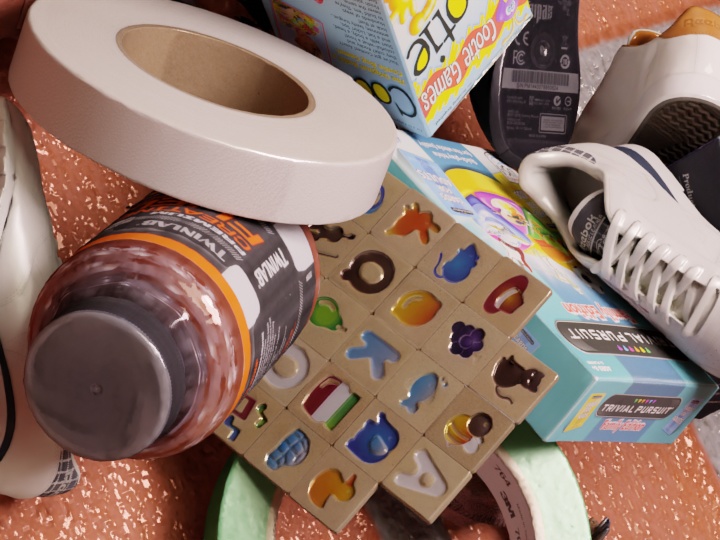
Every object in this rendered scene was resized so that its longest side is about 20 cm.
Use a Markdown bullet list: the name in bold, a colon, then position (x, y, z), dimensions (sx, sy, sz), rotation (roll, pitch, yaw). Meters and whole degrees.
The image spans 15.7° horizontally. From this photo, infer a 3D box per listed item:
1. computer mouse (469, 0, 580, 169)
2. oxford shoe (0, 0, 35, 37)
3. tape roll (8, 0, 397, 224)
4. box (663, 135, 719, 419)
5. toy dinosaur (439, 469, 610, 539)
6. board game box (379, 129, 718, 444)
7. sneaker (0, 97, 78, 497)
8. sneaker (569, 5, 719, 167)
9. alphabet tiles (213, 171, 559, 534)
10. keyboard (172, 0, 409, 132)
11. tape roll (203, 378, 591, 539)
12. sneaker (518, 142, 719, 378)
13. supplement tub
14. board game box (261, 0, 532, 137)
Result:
- **computer mouse**: position (0.113, -0.162, 1.538), dimensions (0.140, 0.046, 0.201), rotation (-7, 99, -42)
- **oxford shoe**: position (-0.198, -0.160, 1.354), dimensions (0.074, 0.071, 0.200), rotation (31, 29, 12)
- **tape roll**: position (-0.078, -0.085, 1.321), dimensions (0.202, 0.037, 0.203), rotation (18, 21, -7)
- **box**: position (0.207, 0.009, 1.543), dimensions (0.147, 0.200, 0.105), rotation (3, 66, -41)
- **toy dinosaur**: position (0.068, 0.116, 1.445), dimensions (0.199, 0.086, 0.136), rotation (13, 58, -39)
- **board game box**: position (0.086, 0.008, 1.419), dimensions (0.200, 0.047, 0.151), rotation (48, 21, 25)
- **sneaker**: position (-0.177, 0.013, 1.291), dimensions (0.080, 0.076, 0.201), rotation (18, 63, -45)
- **sneaker**: position (0.167, -0.089, 1.556), dimensions (0.072, 0.200, 0.085), rotation (19, 60, -18)
- **alphabet tiles**: position (-0.004, 0.035, 1.337), dimensions (0.200, 0.006, 0.167), rotation (37, 77, 26)
- **keyboard**: position (-0.045, -0.117, 1.499), dimensions (0.199, 0.040, 0.105), rotation (18, 59, -35)
- **tape roll**: position (0.019, 0.147, 1.355), dimensions (0.199, 0.048, 0.202), rotation (3, 74, -12)
- **sneaker**: position (0.165, 0.000, 1.416), dimensions (0.080, 0.077, 0.200), rotation (9, 27, -49)
- **supplement tub**: position (-0.092, 0.024, 1.241), dimensions (0.107, 0.107, 0.200), rotation (54, 21, -6)
- **board game box**: position (0.005, -0.187, 1.395), dimensions (0.103, 0.105, 0.200), rotation (-49, 143, -23)
